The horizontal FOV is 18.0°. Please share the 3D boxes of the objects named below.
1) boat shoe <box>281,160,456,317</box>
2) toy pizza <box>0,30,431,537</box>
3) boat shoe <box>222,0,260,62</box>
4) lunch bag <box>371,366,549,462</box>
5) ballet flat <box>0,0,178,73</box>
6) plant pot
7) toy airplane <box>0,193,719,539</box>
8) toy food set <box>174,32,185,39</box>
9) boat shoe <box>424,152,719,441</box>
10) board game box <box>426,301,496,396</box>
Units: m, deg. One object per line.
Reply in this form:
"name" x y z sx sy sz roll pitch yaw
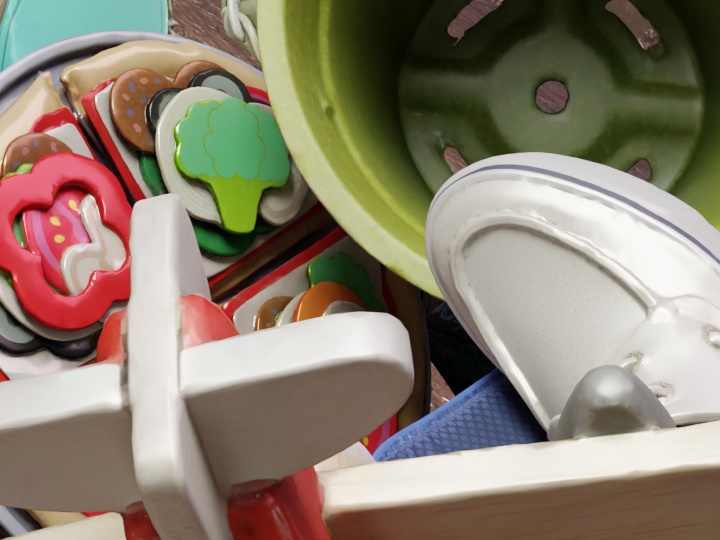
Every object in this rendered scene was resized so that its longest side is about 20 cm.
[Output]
"boat shoe" 0.000 0.000 0.884 0.062 0.072 0.200 53 22 4
"toy pizza" -0.051 0.014 0.733 0.199 0.032 0.202 15 65 -34
"boat shoe" -0.027 -0.107 0.958 0.062 0.073 0.200 5 8 -5
"lunch bag" 0.058 0.130 0.647 0.200 0.133 0.136 37 32 20
"ballet flat" -0.102 -0.030 0.778 0.075 0.201 0.064 8 -20 -20
"plant pot" 0.071 -0.073 0.795 0.200 0.201 0.190 35 -3 5
"toy airplane" -0.022 0.070 0.513 0.199 0.200 0.141 29 24 -12
"toy food set" -0.110 -0.079 0.913 0.143 0.061 0.200 30 5 -17
"boat shoe" 0.088 0.043 0.608 0.200 0.071 0.070 43 31 15
"board game box" 0.106 0.076 0.891 0.136 0.028 0.200 56 -18 -27
